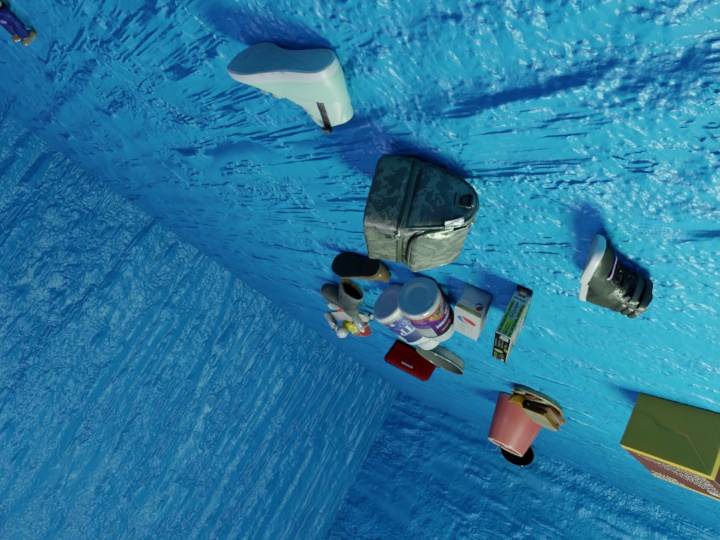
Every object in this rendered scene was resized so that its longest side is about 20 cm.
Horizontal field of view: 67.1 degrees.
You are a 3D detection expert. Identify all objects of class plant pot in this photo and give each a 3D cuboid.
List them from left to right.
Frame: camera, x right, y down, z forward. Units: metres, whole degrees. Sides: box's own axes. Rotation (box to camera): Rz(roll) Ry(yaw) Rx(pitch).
[{"bbox_3d":[0.584,0.590,2.061,0.199,0.178,0.201,27,165,8],"label":"plant pot"}]

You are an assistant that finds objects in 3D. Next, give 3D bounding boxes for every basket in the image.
[{"bbox_3d":[0.851,0.993,2.974,0.179,0.137,0.200,20,167,17],"label":"basket"}]

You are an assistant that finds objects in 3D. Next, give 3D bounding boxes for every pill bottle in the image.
[{"bbox_3d":[0.143,0.139,1.547,0.200,0.120,0.119,38,164,-30],"label":"pill bottle"},{"bbox_3d":[0.177,0.108,1.393,0.111,0.112,0.200,20,163,34],"label":"pill bottle"}]

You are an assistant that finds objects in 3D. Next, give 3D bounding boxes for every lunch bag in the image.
[{"bbox_3d":[0.098,-0.085,0.884,0.166,0.141,0.200,11,163,7],"label":"lunch bag"}]

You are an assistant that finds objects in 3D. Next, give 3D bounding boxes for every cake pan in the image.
[{"bbox_3d":[0.299,0.322,2.007,0.199,0.037,0.200,28,165,8],"label":"cake pan"}]

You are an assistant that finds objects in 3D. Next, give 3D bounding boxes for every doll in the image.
[{"bbox_3d":[-0.802,-0.578,1.164,0.135,0.049,0.200,24,164,21],"label":"doll"}]

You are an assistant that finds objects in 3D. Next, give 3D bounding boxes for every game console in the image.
[{"bbox_3d":[0.214,0.379,2.222,0.199,0.173,0.119,24,138,21],"label":"game console"}]

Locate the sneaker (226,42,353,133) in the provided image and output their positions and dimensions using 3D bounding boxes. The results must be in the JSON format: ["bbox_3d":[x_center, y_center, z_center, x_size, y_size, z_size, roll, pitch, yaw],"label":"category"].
[{"bbox_3d":[-0.102,-0.258,0.789,0.199,0.074,0.119,19,155,31],"label":"sneaker"}]

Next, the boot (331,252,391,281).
[{"bbox_3d":[0.000,0.000,1.480,0.199,0.074,0.075,12,167,45],"label":"boot"}]

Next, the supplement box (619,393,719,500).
[{"bbox_3d":[0.738,0.401,1.220,0.200,0.134,0.197,39,163,-29],"label":"supplement box"}]

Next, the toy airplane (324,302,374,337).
[{"bbox_3d":[-0.054,0.179,2.014,0.198,0.142,0.200,23,158,11],"label":"toy airplane"}]

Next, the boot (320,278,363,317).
[{"bbox_3d":[-0.066,0.075,1.842,0.181,0.073,0.200,33,166,13],"label":"boot"}]

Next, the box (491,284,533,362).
[{"bbox_3d":[0.320,0.119,1.152,0.034,0.111,0.200,24,164,20],"label":"box"}]

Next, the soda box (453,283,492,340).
[{"bbox_3d":[0.266,0.104,1.300,0.068,0.064,0.200,25,164,17],"label":"soda box"}]

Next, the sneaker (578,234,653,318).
[{"bbox_3d":[0.373,0.011,0.782,0.098,0.071,0.200,21,168,27],"label":"sneaker"}]

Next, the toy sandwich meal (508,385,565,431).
[{"bbox_3d":[0.593,0.465,1.837,0.204,0.071,0.205,28,165,8],"label":"toy sandwich meal"}]
